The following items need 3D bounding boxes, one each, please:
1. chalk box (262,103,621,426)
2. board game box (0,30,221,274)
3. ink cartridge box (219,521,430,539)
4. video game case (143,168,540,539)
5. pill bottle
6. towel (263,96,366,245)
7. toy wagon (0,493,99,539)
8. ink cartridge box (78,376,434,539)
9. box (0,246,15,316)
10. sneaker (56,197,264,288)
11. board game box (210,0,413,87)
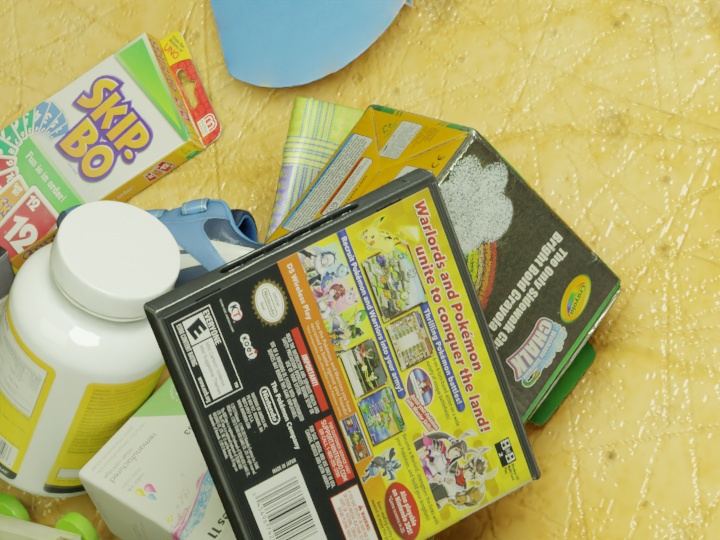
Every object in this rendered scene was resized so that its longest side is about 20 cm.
[{"bbox_3d":[0.062,0.013,1.505,0.125,0.200,0.124,-52,31,-11],"label":"chalk box"},{"bbox_3d":[-0.196,-0.085,1.748,0.200,0.030,0.096,-31,65,14],"label":"board game box"},{"bbox_3d":[0.008,0.207,1.465,0.116,0.199,0.067,-65,17,-7],"label":"ink cartridge box"},{"bbox_3d":[-0.007,0.070,1.392,0.180,0.201,0.025,-27,20,-17],"label":"video game case"},{"bbox_3d":[-0.182,0.050,1.604,0.112,0.112,0.200,57,141,27],"label":"pill bottle"},{"bbox_3d":[0.000,0.000,1.573,0.023,0.143,0.201,-8,70,66],"label":"towel"},{"bbox_3d":[-0.240,0.215,1.621,0.199,0.155,0.040,9,126,38],"label":"toy wagon"},{"bbox_3d":[-0.065,0.147,1.554,0.200,0.067,0.117,25,61,35],"label":"ink cartridge box"},{"bbox_3d":[-0.329,0.068,1.672,0.115,0.132,0.200,30,60,30],"label":"box"},{"bbox_3d":[-0.115,-0.011,1.663,0.199,0.074,0.083,23,82,25],"label":"sneaker"},{"bbox_3d":[-0.031,-0.214,1.692,0.158,0.039,0.201,-28,60,24],"label":"board game box"}]
